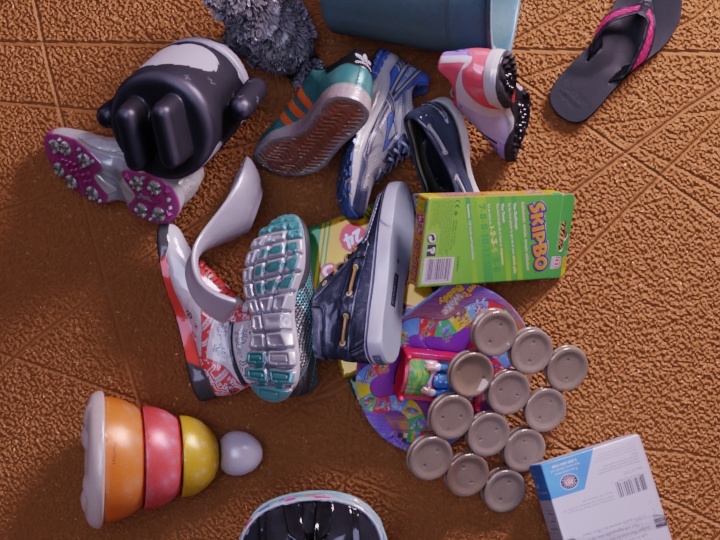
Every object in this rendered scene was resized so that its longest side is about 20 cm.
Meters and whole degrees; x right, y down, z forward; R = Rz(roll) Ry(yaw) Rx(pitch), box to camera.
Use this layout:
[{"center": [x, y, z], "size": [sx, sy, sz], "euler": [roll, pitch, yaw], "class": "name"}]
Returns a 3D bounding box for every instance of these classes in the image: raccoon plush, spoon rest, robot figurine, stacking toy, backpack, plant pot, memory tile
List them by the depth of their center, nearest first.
[{"center": [-0.046, 0.333, 1.640], "size": [0.175, 0.151, 0.203], "euler": [-6, 92, 2], "class": "backpack"}, {"center": [0.145, 0.150, 1.659], "size": [0.152, 0.017, 0.202], "euler": [24, 98, -24], "class": "memory tile"}, {"center": [-0.193, -0.177, 1.673], "size": [0.149, 0.200, 0.125], "euler": [33, 121, 0], "class": "robot figurine"}, {"center": [0.066, -0.323, 1.673], "size": [0.193, 0.200, 0.203], "euler": [7, 86, 15], "class": "plant pot"}, {"center": [-0.148, -0.040, 1.675], "size": [0.060, 0.100, 0.202], "euler": [19, 48, -12], "class": "spoon rest"}, {"center": [-0.204, 0.206, 1.694], "size": [0.197, 0.146, 0.148], "euler": [2, 85, -12], "class": "stacking toy"}, {"center": [-0.084, -0.265, 1.695], "size": [0.199, 0.134, 0.097], "euler": [31, 86, 11], "class": "raccoon plush"}]

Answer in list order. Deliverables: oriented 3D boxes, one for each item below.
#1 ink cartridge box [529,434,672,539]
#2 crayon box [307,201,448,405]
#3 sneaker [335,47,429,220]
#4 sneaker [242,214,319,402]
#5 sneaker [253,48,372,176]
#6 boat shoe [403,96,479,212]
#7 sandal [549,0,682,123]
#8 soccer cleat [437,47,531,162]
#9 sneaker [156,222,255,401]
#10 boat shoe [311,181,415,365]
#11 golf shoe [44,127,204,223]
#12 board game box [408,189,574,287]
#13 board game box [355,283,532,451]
[{"center": [0.265, 0.287, 1.647], "size": [0.115, 0.068, 0.203], "euler": [-15, 83, -8], "class": "ink cartridge box"}, {"center": [0.019, 0.033, 1.709], "size": [0.126, 0.051, 0.202], "euler": [-21, 84, 3], "class": "crayon box"}, {"center": [0.030, -0.145, 1.697], "size": [0.084, 0.077, 0.202], "euler": [17, 71, -6], "class": "sneaker"}, {"center": [-0.076, 0.043, 1.672], "size": [0.077, 0.091, 0.203], "euler": [-1, 80, 29], "class": "sneaker"}, {"center": [-0.046, -0.169, 1.688], "size": [0.071, 0.199, 0.081], "euler": [29, 55, -24], "class": "sneaker"}, {"center": [0.094, -0.083, 1.673], "size": [0.061, 0.074, 0.202], "euler": [-26, 112, -36], "class": "boat shoe"}, {"center": [0.285, -0.247, 1.708], "size": [0.075, 0.045, 0.201], "euler": [39, 90, 7], "class": "sandal"}, {"center": [0.134, -0.178, 1.647], "size": [0.072, 0.200, 0.069], "euler": [12, 73, 18], "class": "soccer cleat"}, {"center": [-0.153, 0.034, 1.718], "size": [0.107, 0.067, 0.204], "euler": [-15, 87, 3], "class": "sneaker"}, {"center": [0.000, 0.000, 1.650], "size": [0.090, 0.071, 0.203], "euler": [0, 70, 24], "class": "boat shoe"}, {"center": [-0.264, -0.118, 1.746], "size": [0.198, 0.076, 0.092], "euler": [25, 44, 22], "class": "golf shoe"}, {"center": [0.142, -0.036, 1.655], "size": [0.198, 0.030, 0.097], "euler": [-2, 107, -30], "class": "board game box"}, {"center": [0.094, 0.112, 1.665], "size": [0.199, 0.039, 0.159], "euler": [-36, 111, 2], "class": "board game box"}]
